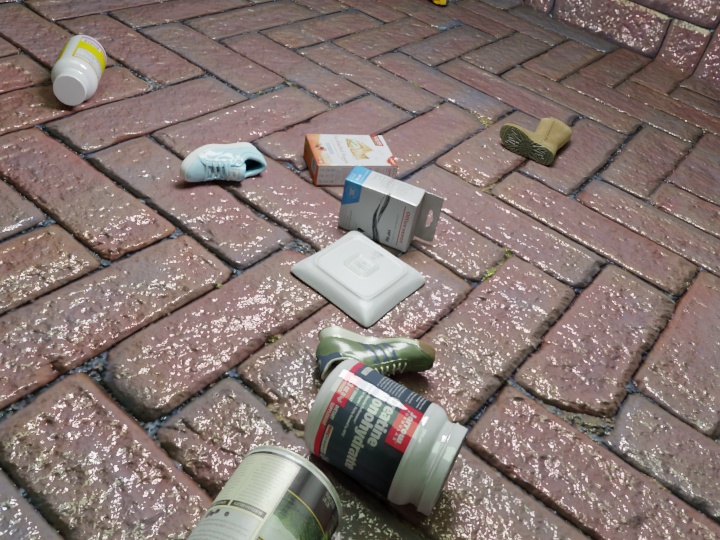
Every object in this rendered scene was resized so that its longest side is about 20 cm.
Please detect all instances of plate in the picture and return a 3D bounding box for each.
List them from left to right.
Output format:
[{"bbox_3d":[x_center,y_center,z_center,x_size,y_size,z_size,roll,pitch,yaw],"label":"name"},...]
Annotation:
[{"bbox_3d":[0.000,0.000,1.251,0.198,0.033,0.199,34,42,24],"label":"plate"}]

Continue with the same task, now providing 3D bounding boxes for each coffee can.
[{"bbox_3d":[-0.124,0.322,0.733,0.143,0.149,0.201,23,39,12],"label":"coffee can"}]

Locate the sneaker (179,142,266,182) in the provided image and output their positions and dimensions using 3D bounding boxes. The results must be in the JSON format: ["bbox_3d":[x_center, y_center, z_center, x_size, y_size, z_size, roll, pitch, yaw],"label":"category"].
[{"bbox_3d":[-0.285,-0.224,1.404,0.197,0.075,0.081,-25,49,-37],"label":"sneaker"}]

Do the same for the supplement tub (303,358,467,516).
[{"bbox_3d":[0.034,0.225,0.901,0.196,0.143,0.140,26,40,16],"label":"supplement tub"}]

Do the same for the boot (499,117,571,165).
[{"bbox_3d":[0.486,-0.377,1.827,0.173,0.067,0.200,35,43,7],"label":"boot"}]

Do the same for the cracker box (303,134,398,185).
[{"bbox_3d":[-0.025,-0.259,1.535,0.194,0.059,0.135,-3,42,-20],"label":"cracker box"}]

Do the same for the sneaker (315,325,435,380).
[{"bbox_3d":[0.022,0.154,1.051,0.194,0.068,0.091,11,46,-3],"label":"sneaker"}]

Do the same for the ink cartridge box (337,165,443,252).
[{"bbox_3d":[0.060,-0.119,1.343,0.195,0.118,0.068,21,39,11],"label":"ink cartridge box"}]

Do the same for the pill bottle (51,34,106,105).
[{"bbox_3d":[-0.672,-0.473,1.567,0.101,0.106,0.203,3,40,-12],"label":"pill bottle"}]
